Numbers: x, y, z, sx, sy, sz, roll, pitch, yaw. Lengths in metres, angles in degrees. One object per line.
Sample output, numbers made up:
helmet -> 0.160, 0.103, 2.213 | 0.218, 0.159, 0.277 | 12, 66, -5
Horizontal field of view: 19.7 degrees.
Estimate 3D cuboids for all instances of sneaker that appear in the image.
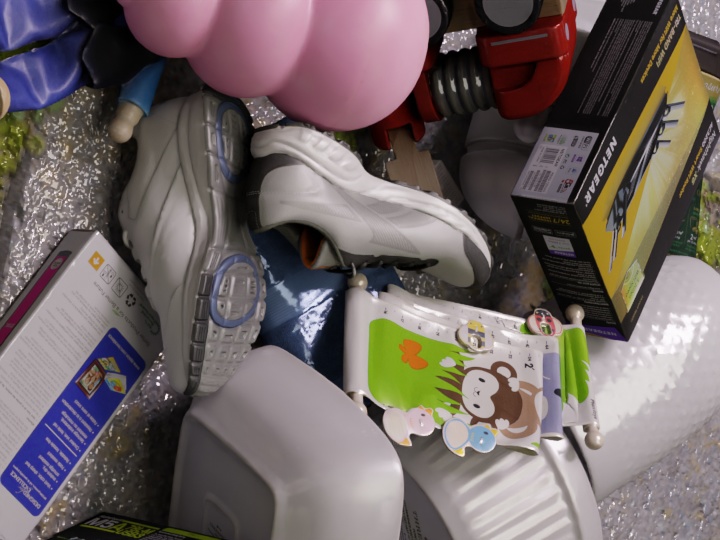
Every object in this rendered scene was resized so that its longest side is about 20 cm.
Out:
sneaker -> 0.002, -0.025, 1.371 | 0.199, 0.074, 0.080 | 25, 71, -31
sneaker -> -0.113, -0.017, 1.345 | 0.074, 0.086, 0.202 | 21, 65, -58

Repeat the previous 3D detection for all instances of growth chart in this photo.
growth chart -> 0.074, 0.066, 1.386 | 0.198, 0.018, 0.146 | 10, 45, -22

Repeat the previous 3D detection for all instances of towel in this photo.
towel -> -0.036, 0.000, 1.415 | 0.111, 0.048, 0.201 | -27, 92, -31

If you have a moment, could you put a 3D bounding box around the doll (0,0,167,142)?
doll -> -0.171, -0.147, 1.319 | 0.199, 0.048, 0.138 | -27, 101, -44

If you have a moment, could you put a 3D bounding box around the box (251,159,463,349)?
box -> 0.000, 0.000, 1.489 | 0.200, 0.038, 0.042 | -51, 124, -27

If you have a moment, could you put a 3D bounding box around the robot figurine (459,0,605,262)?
robot figurine -> 0.140, -0.108, 1.559 | 0.170, 0.112, 0.202 | 52, 52, -71

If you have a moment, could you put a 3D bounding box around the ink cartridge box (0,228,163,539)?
ink cartridge box -> -0.202, 0.078, 1.316 | 0.095, 0.037, 0.201 | 52, 58, -32

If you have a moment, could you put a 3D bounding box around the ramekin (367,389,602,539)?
ramekin -> 0.067, 0.167, 1.462 | 0.105, 0.199, 0.202 | -28, 111, -27

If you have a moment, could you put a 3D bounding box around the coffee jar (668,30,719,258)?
coffee jar -> 0.229, -0.099, 1.658 | 0.104, 0.085, 0.202 | 14, 84, -38

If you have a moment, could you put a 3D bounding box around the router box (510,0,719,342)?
router box -> 0.186, -0.077, 1.483 | 0.201, 0.052, 0.158 | -62, 145, -27

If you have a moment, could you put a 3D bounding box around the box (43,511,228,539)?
box -> -0.170, 0.208, 1.244 | 0.192, 0.199, 0.048 | -19, 104, -40

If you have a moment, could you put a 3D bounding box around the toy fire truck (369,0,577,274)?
toy fire truck -> 0.068, -0.119, 1.448 | 0.129, 0.174, 0.202 | -71, 150, -57

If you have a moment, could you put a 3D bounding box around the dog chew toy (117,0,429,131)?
dog chew toy -> -0.059, -0.161, 1.315 | 0.198, 0.124, 0.126 | 12, 85, -22

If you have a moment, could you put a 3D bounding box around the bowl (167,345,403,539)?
bowl -> -0.060, 0.168, 1.328 | 0.074, 0.200, 0.202 | -5, 115, -33

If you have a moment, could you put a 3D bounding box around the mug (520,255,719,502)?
mug -> 0.201, 0.082, 1.595 | 0.174, 0.200, 0.148 | -31, 71, -15
